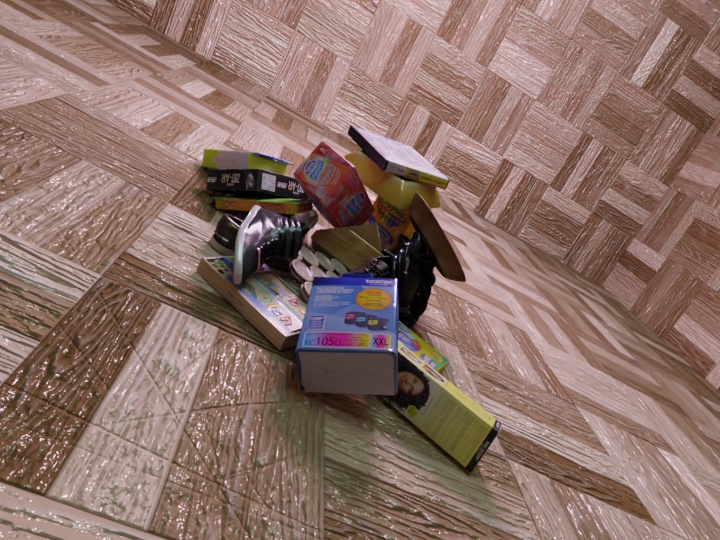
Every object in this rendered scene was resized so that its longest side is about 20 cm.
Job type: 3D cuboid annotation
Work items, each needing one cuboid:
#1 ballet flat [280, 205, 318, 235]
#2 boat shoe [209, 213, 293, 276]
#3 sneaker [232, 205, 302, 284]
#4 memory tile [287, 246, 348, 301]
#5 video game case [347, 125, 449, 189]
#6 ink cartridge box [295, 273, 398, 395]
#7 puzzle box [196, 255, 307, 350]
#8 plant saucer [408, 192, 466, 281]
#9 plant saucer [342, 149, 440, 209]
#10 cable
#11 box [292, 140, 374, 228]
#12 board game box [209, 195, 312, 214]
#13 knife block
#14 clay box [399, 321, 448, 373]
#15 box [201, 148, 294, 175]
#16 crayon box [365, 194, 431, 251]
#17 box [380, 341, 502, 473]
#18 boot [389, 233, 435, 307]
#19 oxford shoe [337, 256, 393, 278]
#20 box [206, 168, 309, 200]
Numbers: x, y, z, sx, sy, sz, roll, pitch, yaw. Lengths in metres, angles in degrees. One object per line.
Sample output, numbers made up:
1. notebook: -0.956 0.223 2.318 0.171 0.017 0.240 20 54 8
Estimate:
1. ballet flat: -0.132 -0.112 1.219 0.070 0.066 0.200 69 21 -9
2. boat shoe: -0.172 -0.045 1.002 0.195 0.061 0.072 20 20 -31
3. sneaker: -0.143 -0.039 0.877 0.096 0.073 0.202 12 30 -4
4. memory tile: -0.063 0.019 1.007 0.198 0.017 0.155 21 31 -54
5. video game case: 0.083 -0.254 1.230 0.176 0.026 0.201 10 29 -33
6. ink cartridge box: -0.011 0.077 0.785 0.131 0.079 0.202 1 31 4
7. puzzle box: -0.149 0.043 0.869 0.198 0.026 0.132 39 19 21
8. plant saucer: 0.145 -0.058 1.101 0.204 0.035 0.200 61 2 -4
9. plant saucer: 0.071 -0.208 1.218 0.198 0.050 0.197 38 26 25
10. cable: 0.100 0.039 1.061 0.049 0.203 0.166 10 53 21
11. box: -0.051 -0.161 1.153 0.102 0.095 0.200 41 -5 23
12. board game box: -0.204 -0.136 1.130 0.193 0.031 0.095 9 13 17
13. knife block: 0.000 0.000 1.140 0.192 0.182 0.064 -6 -20 -4
14. clay box: 0.069 0.138 0.936 0.198 0.049 0.114 37 19 18
15. box: -0.262 -0.244 1.278 0.195 0.050 0.120 14 5 38
16. crayon box: 0.067 -0.100 1.294 0.051 0.204 0.126 13 23 -49
17. box: 0.105 0.194 0.806 0.197 0.077 0.050 36 11 16
18. boot: 0.064 -0.026 1.216 0.197 0.133 0.067 35 18 12
19. oxford shoe: 0.008 0.015 0.996 0.073 0.084 0.200 47 31 1
20. box: -0.210 -0.182 1.200 0.156 0.045 0.198 6 2 32
